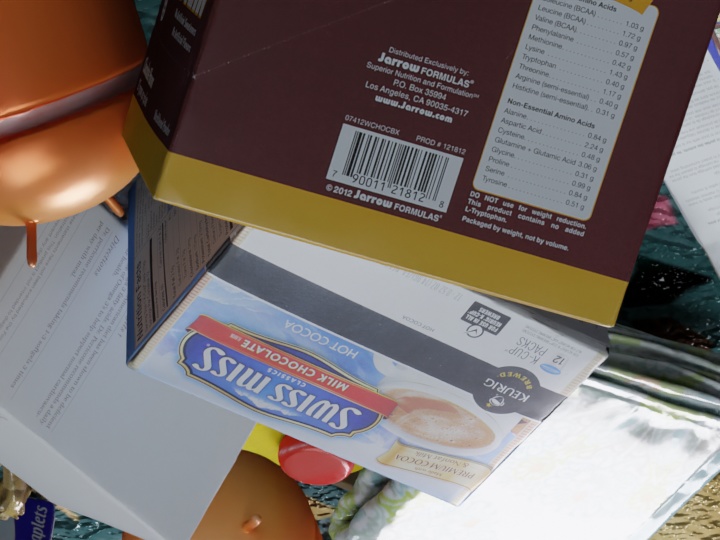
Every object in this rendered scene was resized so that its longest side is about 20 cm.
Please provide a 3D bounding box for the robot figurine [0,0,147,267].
[{"bbox_3d":[-0.156,-0.106,1.165,0.116,0.201,0.144,-21,-169,-14],"label":"robot figurine"}]

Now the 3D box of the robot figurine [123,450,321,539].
[{"bbox_3d":[-0.077,0.180,1.581,0.116,0.144,0.200,-18,145,-3],"label":"robot figurine"}]

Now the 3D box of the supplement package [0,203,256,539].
[{"bbox_3d":[-0.156,0.040,1.379,0.117,0.117,0.200,13,156,44],"label":"supplement package"}]

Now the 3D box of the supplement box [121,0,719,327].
[{"bbox_3d":[0.028,-0.111,1.081,0.197,0.133,0.201,16,100,-14],"label":"supplement box"}]

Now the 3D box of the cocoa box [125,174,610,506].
[{"bbox_3d":[0.000,0.000,1.302,0.199,0.134,0.131,25,126,-24],"label":"cocoa box"}]

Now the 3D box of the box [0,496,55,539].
[{"bbox_3d":[-0.300,0.224,1.626,0.199,0.185,0.105,11,145,-9],"label":"box"}]

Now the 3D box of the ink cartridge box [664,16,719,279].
[{"bbox_3d":[0.168,-0.085,1.211,0.094,0.037,0.200,-18,116,28],"label":"ink cartridge box"}]

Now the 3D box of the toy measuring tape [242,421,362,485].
[{"bbox_3d":[-0.052,0.090,1.461,0.199,0.074,0.074,-18,138,29],"label":"toy measuring tape"}]

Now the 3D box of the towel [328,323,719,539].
[{"bbox_3d":[0.103,0.101,1.457,0.171,0.048,0.200,16,132,-29],"label":"towel"}]

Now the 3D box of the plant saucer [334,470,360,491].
[{"bbox_3d":[0.043,0.072,1.504,0.199,0.030,0.200,3,144,2],"label":"plant saucer"}]

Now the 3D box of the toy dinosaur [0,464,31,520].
[{"bbox_3d":[-0.207,0.060,1.458,0.058,0.101,0.200,-6,143,16],"label":"toy dinosaur"}]
